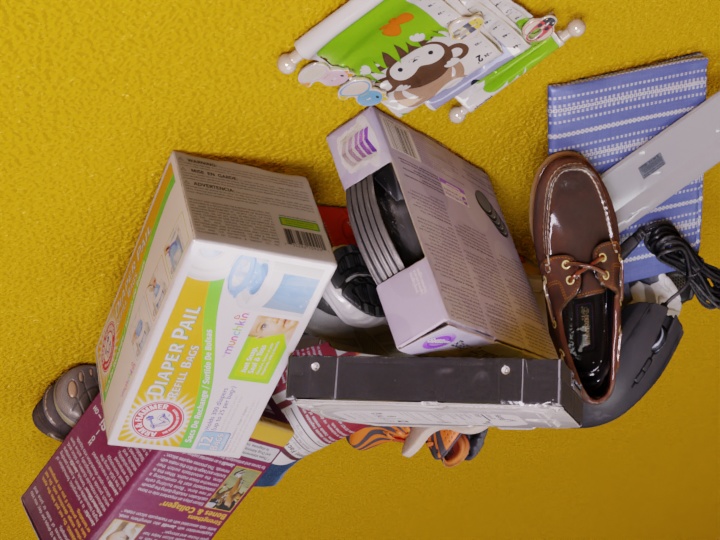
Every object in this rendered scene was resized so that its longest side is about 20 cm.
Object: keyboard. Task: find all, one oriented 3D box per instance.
[{"bbox_3d":[0.241,-0.081,1.062,0.199,0.011,0.056,-36,119,2],"label":"keyboard"}]

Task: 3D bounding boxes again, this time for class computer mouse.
[{"bbox_3d":[0.227,0.055,1.109,0.200,0.046,0.140,-43,127,7],"label":"computer mouse"}]

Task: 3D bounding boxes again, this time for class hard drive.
[{"bbox_3d":[0.059,0.091,0.955,0.197,0.038,0.140,-1,167,15],"label":"hard drive"}]

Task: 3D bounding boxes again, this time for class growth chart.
[{"bbox_3d":[0.048,-0.154,0.897,0.199,0.018,0.144,10,141,-47],"label":"growth chart"}]

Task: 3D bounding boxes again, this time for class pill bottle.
[{"bbox_3d":[-0.053,0.113,1.232,0.198,0.114,0.113,-26,154,11],"label":"pill bottle"}]

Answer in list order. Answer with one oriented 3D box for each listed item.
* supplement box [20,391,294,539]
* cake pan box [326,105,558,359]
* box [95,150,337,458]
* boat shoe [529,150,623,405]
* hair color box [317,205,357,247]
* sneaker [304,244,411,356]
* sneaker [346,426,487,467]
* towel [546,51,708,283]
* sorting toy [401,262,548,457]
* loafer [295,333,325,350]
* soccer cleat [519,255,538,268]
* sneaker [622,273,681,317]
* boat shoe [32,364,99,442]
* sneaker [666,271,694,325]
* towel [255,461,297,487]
[{"bbox_3d":[-0.175,0.169,1.122,0.201,0.103,0.130,-51,140,11],"label":"supplement box"},{"bbox_3d":[0.065,-0.014,0.988,0.052,0.186,0.199,-32,154,23],"label":"cake pan box"},{"bbox_3d":[-0.113,0.031,0.951,0.111,0.102,0.201,9,126,-26],"label":"box"},{"bbox_3d":[0.179,0.008,1.035,0.070,0.202,0.070,-11,-161,0],"label":"boat shoe"},{"bbox_3d":[0.000,0.000,1.109,0.199,0.062,0.101,2,145,-43],"label":"hair color box"},{"bbox_3d":[0.013,0.035,1.049,0.079,0.075,0.199,-27,148,29],"label":"sneaker"},{"bbox_3d":[0.064,0.177,1.445,0.077,0.113,0.200,6,143,-44],"label":"sneaker"},{"bbox_3d":[0.219,-0.075,1.076,0.143,0.024,0.202,-14,122,-13],"label":"towel"},{"bbox_3d":[0.111,0.101,1.211,0.199,0.107,0.181,-25,156,-47],"label":"sorting toy"},{"bbox_3d":[-0.096,0.050,1.118,0.198,0.074,0.071,3,146,-40],"label":"loafer"},{"bbox_3d":[0.096,0.049,1.289,0.198,0.069,0.073,-27,138,12],"label":"soccer cleat"},{"bbox_3d":[0.210,-0.038,1.186,0.079,0.130,0.200,-42,118,-3],"label":"sneaker"},{"bbox_3d":[-0.222,0.137,1.212,0.073,0.075,0.199,-23,148,29],"label":"boat shoe"},{"bbox_3d":[0.253,0.041,1.318,0.198,0.115,0.076,-28,170,17],"label":"sneaker"},{"bbox_3d":[-0.081,0.174,1.404,0.111,0.049,0.200,9,141,-46],"label":"towel"}]
